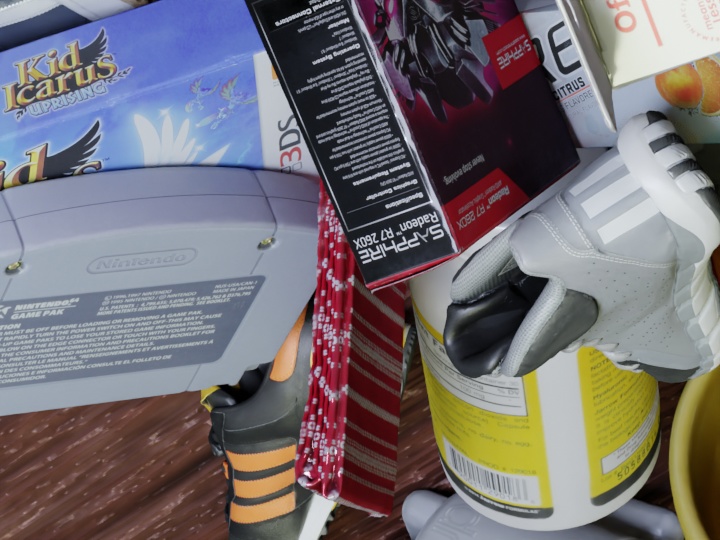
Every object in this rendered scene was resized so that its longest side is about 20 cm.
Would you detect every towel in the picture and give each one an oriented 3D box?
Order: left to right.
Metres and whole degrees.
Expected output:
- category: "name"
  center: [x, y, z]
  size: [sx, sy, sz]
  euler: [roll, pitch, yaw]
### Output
- category: "towel"
  center: [0.000, 0.000, 1.153]
  size: [0.022, 0.202, 0.145]
  euler: [2, 173, 11]

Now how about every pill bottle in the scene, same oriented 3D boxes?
- category: "pill bottle"
  center: [0.080, 0.019, 1.255]
  size: [0.110, 0.112, 0.201]
  euler: [-7, 138, 3]

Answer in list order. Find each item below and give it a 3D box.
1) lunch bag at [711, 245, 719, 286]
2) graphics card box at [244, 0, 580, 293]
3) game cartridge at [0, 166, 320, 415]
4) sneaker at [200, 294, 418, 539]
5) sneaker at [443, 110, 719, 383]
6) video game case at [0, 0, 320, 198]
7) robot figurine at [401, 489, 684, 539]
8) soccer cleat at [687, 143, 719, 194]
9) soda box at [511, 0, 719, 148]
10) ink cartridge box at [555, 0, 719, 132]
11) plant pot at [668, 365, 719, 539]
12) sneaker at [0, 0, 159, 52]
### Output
- category: "lunch bag"
  center: [0.250, 0.026, 1.218]
  size: [0.175, 0.201, 0.082]
  euler: [-15, 135, 7]
- category: "graphics card box"
  center: [0.009, -0.107, 1.061]
  size: [0.051, 0.125, 0.201]
  euler: [-20, 98, 32]
- category: "game cartridge"
  center: [-0.111, 0.009, 1.165]
  size: [0.199, 0.042, 0.133]
  euler: [-6, 142, -31]
- category: "sneaker"
  center: [-0.045, 0.083, 1.356]
  size: [0.090, 0.070, 0.201]
  euler: [25, 129, -6]
- category: "sneaker"
  center: [0.086, 0.012, 1.113]
  size: [0.115, 0.075, 0.200]
  euler: [-31, 155, -6]
- category: "video game case"
  center: [-0.114, -0.033, 1.175]
  size: [0.199, 0.046, 0.182]
  euler: [-19, 150, -10]
- category: "robot figurine"
  center: [0.095, 0.178, 1.378]
  size: [0.199, 0.170, 0.113]
  euler: [19, 150, 34]
- category: "soccer cleat"
  center: [0.197, -0.069, 1.151]
  size: [0.199, 0.084, 0.065]
  euler: [-3, 134, 42]
- category: "soda box"
  center: [0.118, -0.092, 1.114]
  size: [0.199, 0.068, 0.064]
  euler: [-1, 116, 41]
- category: "ink cartridge box"
  center: [0.104, -0.149, 1.020]
  size: [0.067, 0.200, 0.116]
  euler: [-18, 116, 14]
- category: "plant pot"
  center: [0.262, 0.124, 1.332]
  size: [0.199, 0.202, 0.189]
  euler: [-13, 148, 9]
- category: "sneaker"
  center: [-0.173, -0.121, 1.136]
  size: [0.199, 0.070, 0.108]
  euler: [27, 125, -31]
